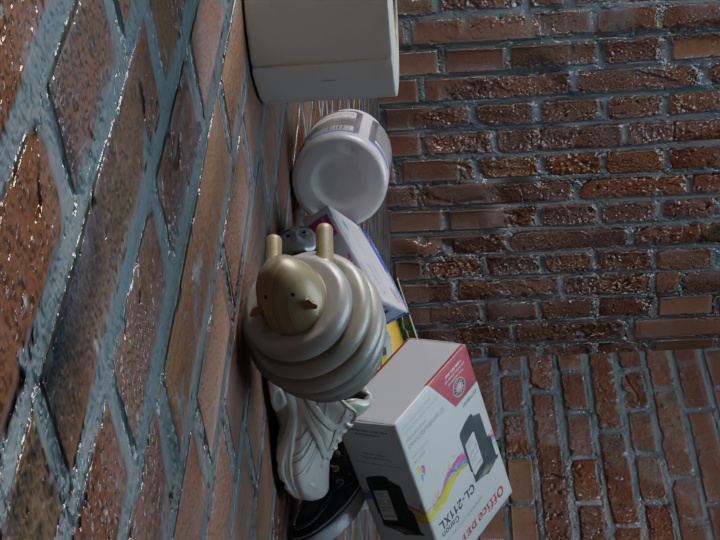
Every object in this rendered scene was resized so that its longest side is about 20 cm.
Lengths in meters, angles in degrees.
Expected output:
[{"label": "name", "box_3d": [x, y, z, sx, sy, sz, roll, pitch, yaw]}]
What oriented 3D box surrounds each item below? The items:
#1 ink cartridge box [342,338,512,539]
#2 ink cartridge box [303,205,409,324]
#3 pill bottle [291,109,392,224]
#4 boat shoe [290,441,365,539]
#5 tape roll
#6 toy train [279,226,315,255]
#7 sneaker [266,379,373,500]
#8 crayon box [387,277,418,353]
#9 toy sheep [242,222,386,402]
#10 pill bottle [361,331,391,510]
[{"label": "ink cartridge box", "box_3d": [0.071, 0.196, 1.455, 0.146, 0.082, 0.201, -44, 125, -40]}, {"label": "ink cartridge box", "box_3d": [0.000, 0.000, 1.532, 0.120, 0.042, 0.200, 61, 9, 10]}, {"label": "pill bottle", "box_3d": [-0.019, -0.131, 1.675, 0.200, 0.113, 0.115, -78, 165, -73]}, {"label": "boat shoe", "box_3d": [-0.028, 0.199, 1.465, 0.091, 0.071, 0.200, 54, 53, -21]}, {"label": "tape roll", "box_3d": [-0.035, -0.270, 1.367, 0.203, 0.138, 0.205, -3, 90, -87]}, {"label": "toy train", "box_3d": [-0.050, 0.047, 1.414, 0.201, 0.085, 0.114, 79, -4, -47]}, {"label": "sneaker", "box_3d": [-0.036, 0.147, 1.347, 0.078, 0.098, 0.201, -86, 173, -55]}, {"label": "crayon box", "box_3d": [0.017, 0.121, 1.846, 0.201, 0.051, 0.126, 112, -31, -46]}, {"label": "toy sheep", "box_3d": [-0.037, 0.047, 1.199, 0.200, 0.137, 0.139, 51, 33, -54]}, {"label": "pill bottle", "box_3d": [-0.014, 0.167, 1.581, 0.109, 0.108, 0.202, -71, 157, -79]}]
